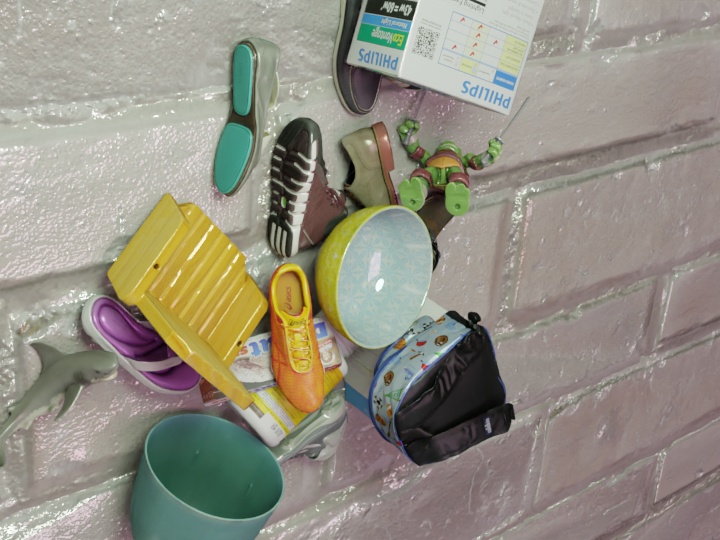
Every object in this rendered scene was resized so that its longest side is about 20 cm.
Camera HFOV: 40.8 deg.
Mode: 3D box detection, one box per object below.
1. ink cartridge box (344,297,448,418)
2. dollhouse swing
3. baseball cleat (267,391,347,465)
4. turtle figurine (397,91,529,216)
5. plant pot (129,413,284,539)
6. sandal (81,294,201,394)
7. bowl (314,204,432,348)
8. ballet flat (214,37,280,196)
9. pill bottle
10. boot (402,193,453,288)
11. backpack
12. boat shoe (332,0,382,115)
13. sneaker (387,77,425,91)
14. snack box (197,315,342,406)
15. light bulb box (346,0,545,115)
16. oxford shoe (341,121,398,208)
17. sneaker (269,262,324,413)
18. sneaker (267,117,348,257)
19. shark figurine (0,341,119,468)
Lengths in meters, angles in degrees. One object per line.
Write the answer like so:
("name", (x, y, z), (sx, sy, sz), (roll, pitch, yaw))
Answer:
("ink cartridge box", (0.055, 0.123, 1.506), (0.128, 0.125, 0.202), (-24, 127, -29))
("dollhouse swing", (-0.179, 0.041, 1.203), (0.183, 0.175, 0.200), (-56, 136, -16))
("baseball cleat", (-0.094, 0.274, 1.496), (0.199, 0.070, 0.107), (-31, 129, -24))
("turtle figurine", (0.123, -0.176, 1.383), (0.143, 0.195, 0.200), (33, 125, -10))
("plant pot", (-0.225, 0.324, 1.329), (0.199, 0.201, 0.162), (3, 124, -42))
("sandal", (-0.268, 0.099, 1.235), (0.202, 0.049, 0.083), (38, 47, -41))
("bowl", (0.000, 0.000, 1.357), (0.199, 0.107, 0.203), (-17, 113, -44))
("ballet flat", (-0.135, -0.189, 1.219), (0.063, 0.067, 0.203), (-9, 118, -45))
("pill bottle", (-0.094, 0.149, 1.401), (0.200, 0.109, 0.110), (-44, 134, -14))
("boot", (0.105, -0.042, 1.482), (0.200, 0.097, 0.075), (-43, 134, -15))
("backpack", (0.100, 0.170, 1.377), (0.190, 0.153, 0.202), (-39, 122, -25))
("boat shoe", (0.009, -0.299, 1.287), (0.072, 0.063, 0.203), (-16, 121, -33))
("sneaker", (0.089, -0.345, 1.322), (0.079, 0.078, 0.202), (-5, 117, -45))
("snack box", (-0.129, 0.124, 1.336), (0.197, 0.073, 0.024), (-16, 162, -7))
("light bulb box", (0.114, -0.325, 1.221), (0.196, 0.124, 0.203), (11, 101, -36))
("oxford shoe", (0.013, -0.120, 1.398), (0.074, 0.071, 0.202), (-13, 126, -5))
("sneaker", (-0.091, 0.091, 1.291), (0.072, 0.077, 0.203), (-12, 86, -7))
("sneaker", (-0.061, -0.120, 1.324), (0.115, 0.075, 0.202), (-16, 132, -40))
("shark figurine", (-0.390, 0.138, 1.180), (0.213, 0.128, 0.090), (-35, 107, 1))
